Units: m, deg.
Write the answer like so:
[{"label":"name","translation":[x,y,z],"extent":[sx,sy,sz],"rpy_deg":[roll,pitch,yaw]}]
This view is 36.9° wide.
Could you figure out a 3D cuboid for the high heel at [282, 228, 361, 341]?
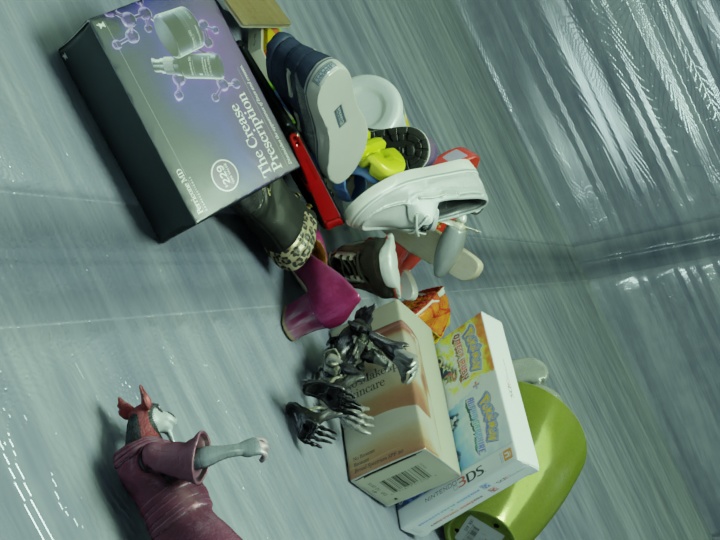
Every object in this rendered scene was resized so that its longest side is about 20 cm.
[{"label":"high heel","translation":[-0.038,-0.005,1.232],"extent":[0.068,0.095,0.201],"rpy_deg":[55,21,-24]}]

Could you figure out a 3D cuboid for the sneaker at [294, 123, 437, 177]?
[{"label":"sneaker","translation":[0.003,-0.154,1.409],"extent":[0.087,0.197,0.077],"rpy_deg":[-8,106,-72]}]

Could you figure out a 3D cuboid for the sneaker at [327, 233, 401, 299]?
[{"label":"sneaker","translation":[0.000,0.000,1.293],"extent":[0.200,0.081,0.078],"rpy_deg":[180,-97,-82]}]

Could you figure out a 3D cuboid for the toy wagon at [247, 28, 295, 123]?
[{"label":"toy wagon","translation":[-0.089,-0.244,1.477],"extent":[0.200,0.039,0.157],"rpy_deg":[49,24,-38]}]

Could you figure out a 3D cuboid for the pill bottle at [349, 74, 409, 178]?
[{"label":"pill bottle","translation":[0.020,-0.184,1.549],"extent":[0.200,0.110,0.113],"rpy_deg":[64,8,-66]}]

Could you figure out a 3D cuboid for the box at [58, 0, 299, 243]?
[{"label":"box","translation":[-0.167,-0.150,1.012],"extent":[0.141,0.078,0.202],"rpy_deg":[-33,99,-36]}]

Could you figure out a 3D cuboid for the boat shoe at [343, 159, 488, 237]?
[{"label":"boat shoe","translation":[0.072,-0.077,1.317],"extent":[0.198,0.072,0.069],"rpy_deg":[-16,64,-36]}]

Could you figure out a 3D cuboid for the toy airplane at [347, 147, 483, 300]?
[{"label":"toy airplane","translation":[0.066,-0.064,1.438],"extent":[0.141,0.197,0.202],"rpy_deg":[42,42,-53]}]

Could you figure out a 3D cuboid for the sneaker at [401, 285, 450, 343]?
[{"label":"sneaker","translation":[0.094,0.070,1.531],"extent":[0.200,0.072,0.078],"rpy_deg":[-18,92,-68]}]

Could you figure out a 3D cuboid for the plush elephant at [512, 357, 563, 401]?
[{"label":"plush elephant","translation":[0.248,0.227,1.609],"extent":[0.200,0.153,0.167],"rpy_deg":[42,29,-49]}]

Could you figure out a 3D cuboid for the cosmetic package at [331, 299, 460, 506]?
[{"label":"cosmetic package","translation":[0.037,0.149,1.232],"extent":[0.087,0.102,0.202],"rpy_deg":[42,28,-44]}]

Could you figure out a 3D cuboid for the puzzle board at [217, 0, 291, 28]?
[{"label":"puzzle board","translation":[-0.182,-0.396,1.405],"extent":[0.201,0.017,0.151],"rpy_deg":[54,24,2]}]

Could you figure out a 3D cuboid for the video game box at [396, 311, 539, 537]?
[{"label":"video game box","translation":[0.107,0.178,1.255],"extent":[0.047,0.181,0.202],"rpy_deg":[29,37,-38]}]

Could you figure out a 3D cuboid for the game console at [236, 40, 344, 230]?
[{"label":"game console","translation":[-0.083,-0.157,1.268],"extent":[0.201,0.031,0.178],"rpy_deg":[58,-7,40]}]

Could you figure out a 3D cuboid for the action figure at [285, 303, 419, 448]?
[{"label":"action figure","translation":[-0.004,0.116,1.150],"extent":[0.101,0.120,0.200],"rpy_deg":[34,28,4]}]

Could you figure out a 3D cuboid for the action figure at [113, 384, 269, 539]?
[{"label":"action figure","translation":[-0.137,0.182,0.790],"extent":[0.148,0.134,0.201],"rpy_deg":[-27,75,-29]}]

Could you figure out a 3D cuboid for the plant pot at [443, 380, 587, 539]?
[{"label":"plant pot","translation":[0.178,0.276,1.378],"extent":[0.189,0.185,0.200],"rpy_deg":[58,35,-16]}]

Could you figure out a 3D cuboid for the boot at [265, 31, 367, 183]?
[{"label":"boot","translation":[-0.050,-0.184,1.216],"extent":[0.090,0.073,0.201],"rpy_deg":[38,-21,23]}]

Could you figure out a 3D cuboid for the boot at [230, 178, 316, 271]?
[{"label":"boot","translation":[-0.112,-0.107,1.201],"extent":[0.151,0.072,0.201],"rpy_deg":[53,15,-40]}]

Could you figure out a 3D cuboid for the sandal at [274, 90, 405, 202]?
[{"label":"sandal","translation":[-0.040,-0.158,1.339],"extent":[0.200,0.087,0.079],"rpy_deg":[46,34,17]}]
